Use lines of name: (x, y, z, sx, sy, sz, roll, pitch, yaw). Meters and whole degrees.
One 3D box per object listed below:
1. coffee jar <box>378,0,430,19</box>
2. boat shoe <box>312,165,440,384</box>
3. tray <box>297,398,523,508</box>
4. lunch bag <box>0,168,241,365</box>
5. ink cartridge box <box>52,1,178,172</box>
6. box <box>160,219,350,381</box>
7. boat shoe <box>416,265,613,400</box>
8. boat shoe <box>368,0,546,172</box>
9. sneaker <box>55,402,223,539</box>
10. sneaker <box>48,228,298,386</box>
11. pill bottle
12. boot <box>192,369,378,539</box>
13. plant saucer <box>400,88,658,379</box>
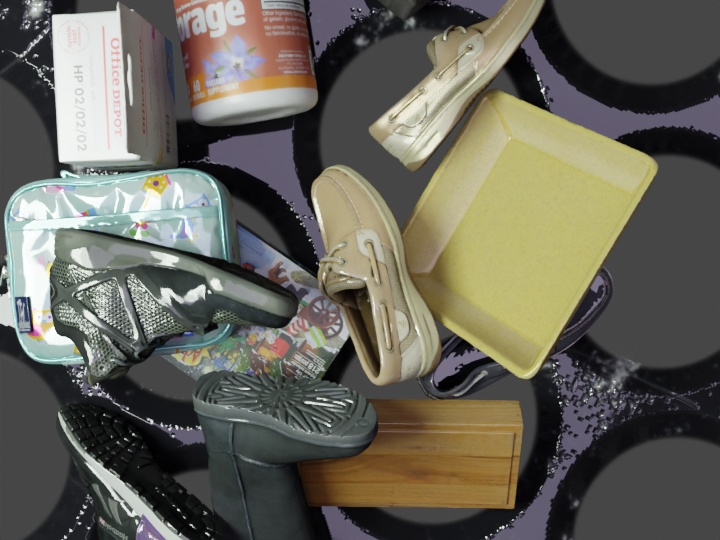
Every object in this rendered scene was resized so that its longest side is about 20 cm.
coffee jar: (0.007, -0.319, 0.944, 0.104, 0.085, 0.200, -42, 91, -8)
boat shoe: (0.000, 0.000, 0.932, 0.064, 0.071, 0.201, -13, 67, -34)
tray: (0.039, 0.163, 0.968, 0.198, 0.037, 0.100, 1, 123, 1)
lunch bag: (-0.202, -0.007, 0.926, 0.198, 0.077, 0.162, -5, 93, 1)
ink cartridge box: (-0.201, -0.144, 0.897, 0.067, 0.200, 0.117, -3, 92, 1)
box: (-0.113, 0.036, 0.985, 0.199, 0.038, 0.137, 34, 92, -1)
boat shoe: (0.140, 0.057, 0.970, 0.199, 0.063, 0.073, -29, 92, 2)
boat shoe: (0.087, -0.182, 0.957, 0.064, 0.071, 0.200, 39, 94, -2)
sneaker: (-0.213, 0.202, 0.954, 0.200, 0.075, 0.088, 41, 109, 27)
sneaker: (-0.149, 0.039, 0.854, 0.197, 0.076, 0.116, 11, 94, 3)
pill bottle: (-0.105, -0.231, 0.937, 0.111, 0.112, 0.202, -9, 92, 1)
boot: (-0.055, 0.187, 0.923, 0.163, 0.066, 0.202, 11, 122, 25)
plant saucer: (0.135, -0.032, 0.933, 0.199, 0.048, 0.201, 34, 94, 42)
